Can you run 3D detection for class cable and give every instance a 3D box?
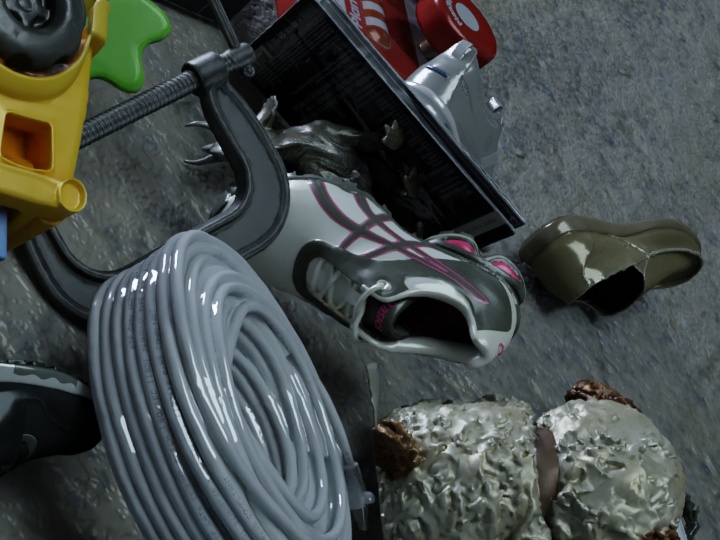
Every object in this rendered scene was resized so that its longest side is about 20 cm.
[{"bbox_3d":[-0.067,0.080,0.863,0.200,0.069,0.200,7,62,-75],"label":"cable"}]

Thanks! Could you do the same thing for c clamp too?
[{"bbox_3d":[-0.123,-0.068,0.966,0.200,0.027,0.171,-39,101,-33],"label":"c clamp"}]

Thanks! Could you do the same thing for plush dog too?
[{"bbox_3d":[0.096,0.122,0.957,0.161,0.171,0.200,83,1,-49],"label":"plush dog"}]

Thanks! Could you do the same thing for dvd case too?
[{"bbox_3d":[0.009,-0.088,1.126,0.016,0.149,0.200,-44,98,-24],"label":"dvd case"}]

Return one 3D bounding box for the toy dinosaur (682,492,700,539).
[{"bbox_3d":[0.252,0.213,1.227,0.200,0.047,0.088,31,56,-24],"label":"toy dinosaur"}]

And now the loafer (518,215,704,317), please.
[{"bbox_3d":[0.206,0.001,1.358,0.200,0.076,0.068,0,60,-41],"label":"loafer"}]

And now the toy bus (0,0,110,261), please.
[{"bbox_3d":[-0.231,-0.066,0.815,0.200,0.136,0.192,18,62,-41],"label":"toy bus"}]

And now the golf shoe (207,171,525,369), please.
[{"bbox_3d":[0.000,0.000,1.012,0.200,0.077,0.088,17,26,4],"label":"golf shoe"}]

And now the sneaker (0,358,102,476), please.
[{"bbox_3d":[-0.202,0.085,0.760,0.200,0.076,0.088,11,66,-43],"label":"sneaker"}]

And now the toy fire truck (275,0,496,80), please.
[{"bbox_3d":[-0.002,-0.205,1.235,0.168,0.112,0.200,30,38,-38],"label":"toy fire truck"}]

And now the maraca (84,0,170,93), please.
[{"bbox_3d":[-0.190,-0.188,0.986,0.137,0.107,0.200,-23,92,-16],"label":"maraca"}]

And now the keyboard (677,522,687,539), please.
[{"bbox_3d":[0.143,0.178,1.119,0.200,0.011,0.056,4,54,-35],"label":"keyboard"}]

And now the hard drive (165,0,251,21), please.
[{"bbox_3d":[-0.167,-0.256,1.145,0.200,0.038,0.140,17,47,-43],"label":"hard drive"}]

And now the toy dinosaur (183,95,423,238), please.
[{"bbox_3d":[-0.013,-0.056,1.110,0.200,0.102,0.077,39,72,-47],"label":"toy dinosaur"}]

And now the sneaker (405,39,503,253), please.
[{"bbox_3d":[0.077,-0.081,1.184,0.075,0.082,0.200,36,-14,25],"label":"sneaker"}]
